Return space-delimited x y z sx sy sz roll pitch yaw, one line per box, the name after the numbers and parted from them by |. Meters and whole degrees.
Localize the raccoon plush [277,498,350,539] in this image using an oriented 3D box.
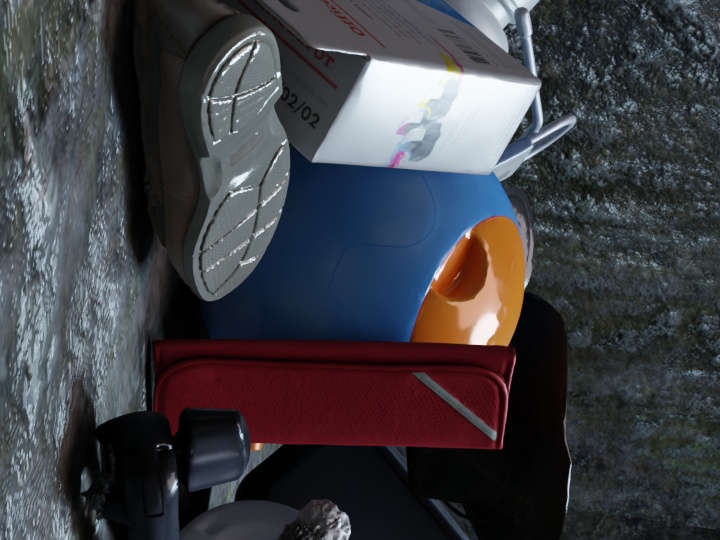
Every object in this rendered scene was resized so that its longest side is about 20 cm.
-0.082 0.183 0.910 0.134 0.097 0.200 85 26 -64 | raccoon plush

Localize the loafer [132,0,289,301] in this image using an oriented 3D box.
-0.077 -0.064 0.860 0.072 0.063 0.200 -40 157 -27 | loafer

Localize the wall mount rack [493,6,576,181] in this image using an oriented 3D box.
0.060 -0.091 1.208 0.075 0.200 0.174 56 -19 8 | wall mount rack

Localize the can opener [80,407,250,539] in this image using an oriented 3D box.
-0.102 0.128 0.881 0.200 0.079 0.063 109 -15 -57 | can opener

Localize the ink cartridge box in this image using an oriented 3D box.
-0.009 -0.113 0.944 0.200 0.115 0.068 1 126 -51 | ink cartridge box

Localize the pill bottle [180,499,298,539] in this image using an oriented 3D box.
-0.073 0.258 1.162 0.114 0.114 0.200 -78 174 -49 | pill bottle

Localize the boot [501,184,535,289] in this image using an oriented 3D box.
0.030 0.009 1.328 0.068 0.200 0.188 6 100 -43 | boot

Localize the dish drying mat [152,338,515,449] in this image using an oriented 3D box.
-0.016 0.071 0.982 0.018 0.200 0.077 -93 -174 -49 | dish drying mat

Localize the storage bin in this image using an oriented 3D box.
0.002 0.200 1.226 0.146 0.200 0.134 -38 174 -9 | storage bin

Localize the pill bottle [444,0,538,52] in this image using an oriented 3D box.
0.039 -0.163 1.320 0.200 0.113 0.113 -46 175 0 | pill bottle

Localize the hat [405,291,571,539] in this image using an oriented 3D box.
0.068 0.101 1.148 0.201 0.081 0.201 -176 -90 -73 | hat

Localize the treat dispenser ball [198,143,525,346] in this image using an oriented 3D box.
0.000 0.000 1.068 0.201 0.201 0.201 8 90 -86 | treat dispenser ball

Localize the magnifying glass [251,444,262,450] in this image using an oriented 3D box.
-0.077 0.043 1.388 0.080 0.022 0.200 -55 151 -81 | magnifying glass
